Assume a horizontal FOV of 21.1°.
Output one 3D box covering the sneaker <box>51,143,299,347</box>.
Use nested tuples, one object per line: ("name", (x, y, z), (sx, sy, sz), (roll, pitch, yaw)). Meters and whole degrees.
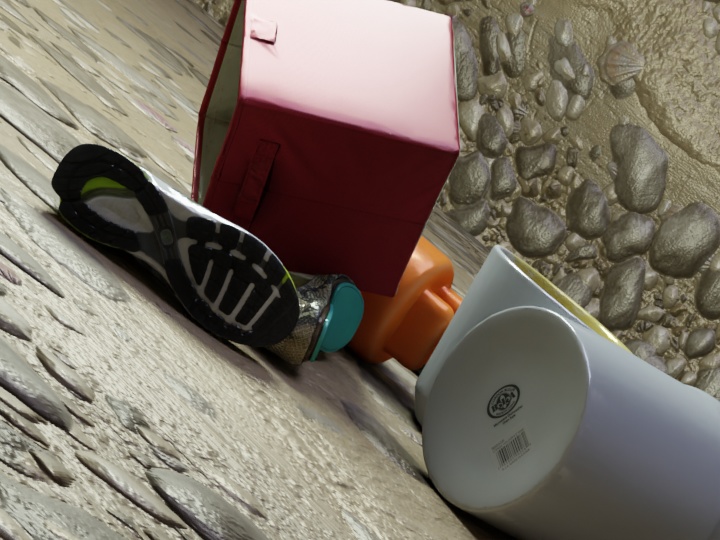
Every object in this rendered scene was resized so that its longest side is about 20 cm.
("sneaker", (-0.125, -0.021, 1.360), (0.200, 0.074, 0.081), (39, 4, -6))

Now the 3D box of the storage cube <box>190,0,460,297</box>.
("storage cube", (-0.031, -0.113, 1.556), (0.178, 0.172, 0.201), (13, 43, -11))

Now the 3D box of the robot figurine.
("robot figurine", (0.000, 0.000, 1.670), (0.200, 0.144, 0.117), (40, -33, 17))

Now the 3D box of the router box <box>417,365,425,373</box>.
("router box", (0.069, 0.060, 1.884), (0.157, 0.052, 0.200), (40, 7, 7))

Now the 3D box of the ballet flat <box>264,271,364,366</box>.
("ballet flat", (-0.047, 0.030, 1.480), (0.075, 0.068, 0.200), (23, 7, 7))

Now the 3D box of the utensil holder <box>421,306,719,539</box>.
("utensil holder", (0.166, 0.134, 1.444), (0.199, 0.170, 0.170), (30, 10, -39))

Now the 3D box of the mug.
("mug", (0.134, 0.092, 1.598), (0.186, 0.154, 0.149), (32, 9, -46))
